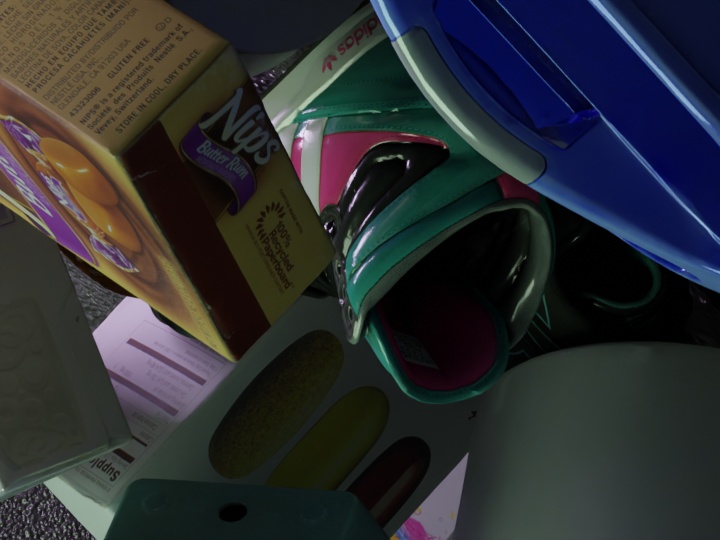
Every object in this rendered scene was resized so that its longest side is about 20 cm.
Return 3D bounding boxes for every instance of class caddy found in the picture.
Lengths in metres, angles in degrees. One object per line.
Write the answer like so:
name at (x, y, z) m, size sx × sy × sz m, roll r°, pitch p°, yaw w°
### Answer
caddy at (0.058, -0.076, 0.807) m, size 0.200 × 0.105 × 0.141 m, roll 46°, pitch 167°, yaw -12°

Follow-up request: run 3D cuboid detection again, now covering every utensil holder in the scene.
utensil holder at (0.105, 0.149, 1.083) m, size 0.169 × 0.201 × 0.170 m, roll 7°, pitch 153°, yaw 4°

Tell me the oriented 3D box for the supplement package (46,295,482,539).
supplement package at (-0.028, 0.045, 1.241) m, size 0.114 × 0.200 × 0.109 m, roll 49°, pitch 167°, yaw -30°

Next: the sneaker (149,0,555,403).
sneaker at (0.000, 0.000, 1.055) m, size 0.200 × 0.083 × 0.121 m, roll -45°, pitch 55°, yaw 41°

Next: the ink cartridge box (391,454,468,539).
ink cartridge box at (0.024, 0.131, 1.403) m, size 0.147 × 0.200 × 0.086 m, roll 40°, pitch 168°, yaw 11°

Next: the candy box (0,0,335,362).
candy box at (-0.108, -0.063, 0.984) m, size 0.200 × 0.056 × 0.117 m, roll 34°, pitch 162°, yaw 35°

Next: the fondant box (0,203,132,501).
fondant box at (-0.167, 0.023, 1.168) m, size 0.200 × 0.058 × 0.145 m, roll -27°, pitch 85°, yaw 64°

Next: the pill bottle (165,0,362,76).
pill bottle at (-0.070, -0.122, 1.051) m, size 0.112 × 0.112 × 0.200 m, roll 48°, pitch 167°, yaw -22°

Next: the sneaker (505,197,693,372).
sneaker at (0.086, 0.020, 1.128) m, size 0.079 × 0.075 × 0.200 m, roll 29°, pitch 162°, yaw 42°

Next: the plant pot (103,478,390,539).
plant pot at (-0.040, 0.182, 1.120) m, size 0.141 × 0.142 × 0.201 m, roll 3°, pitch 127°, yaw 15°

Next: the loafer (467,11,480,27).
loafer at (0.047, -0.078, 0.920) m, size 0.200 × 0.071 × 0.073 m, roll 47°, pitch 167°, yaw -16°

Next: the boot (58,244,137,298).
boot at (-0.131, -0.065, 1.171) m, size 0.201 × 0.071 × 0.144 m, roll 47°, pitch 173°, yaw -22°
